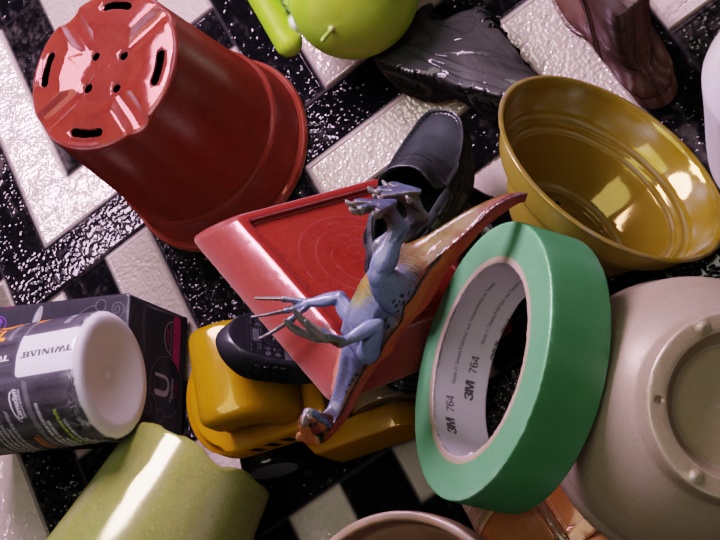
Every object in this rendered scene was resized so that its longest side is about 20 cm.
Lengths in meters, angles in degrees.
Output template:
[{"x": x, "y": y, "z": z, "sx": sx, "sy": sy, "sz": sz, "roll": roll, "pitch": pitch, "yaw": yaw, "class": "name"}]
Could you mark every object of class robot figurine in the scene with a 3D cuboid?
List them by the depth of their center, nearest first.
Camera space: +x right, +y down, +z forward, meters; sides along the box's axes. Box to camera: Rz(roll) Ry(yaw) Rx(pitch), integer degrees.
[{"x": -0.011, "y": -0.263, "z": 1.126, "sx": 0.175, "sy": 0.116, "sz": 0.200, "roll": -31, "pitch": 32, "yaw": 12, "class": "robot figurine"}]

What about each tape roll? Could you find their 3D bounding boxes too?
[{"x": 0.102, "y": 0.067, "z": 0.886, "sx": 0.200, "sy": 0.048, "sz": 0.201, "roll": -165, "pitch": 90, "yaw": -71, "class": "tape roll"}]

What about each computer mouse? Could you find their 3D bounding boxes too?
[{"x": -0.017, "y": 0.074, "z": 0.988, "sx": 0.059, "sy": 0.199, "sz": 0.034, "roll": -95, "pitch": 21, "yaw": -51, "class": "computer mouse"}]

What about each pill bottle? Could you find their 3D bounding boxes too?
[{"x": -0.287, "y": 0.099, "z": 1.046, "sx": 0.199, "sy": 0.106, "sz": 0.107, "roll": -10, "pitch": 69, "yaw": 21, "class": "pill bottle"}]

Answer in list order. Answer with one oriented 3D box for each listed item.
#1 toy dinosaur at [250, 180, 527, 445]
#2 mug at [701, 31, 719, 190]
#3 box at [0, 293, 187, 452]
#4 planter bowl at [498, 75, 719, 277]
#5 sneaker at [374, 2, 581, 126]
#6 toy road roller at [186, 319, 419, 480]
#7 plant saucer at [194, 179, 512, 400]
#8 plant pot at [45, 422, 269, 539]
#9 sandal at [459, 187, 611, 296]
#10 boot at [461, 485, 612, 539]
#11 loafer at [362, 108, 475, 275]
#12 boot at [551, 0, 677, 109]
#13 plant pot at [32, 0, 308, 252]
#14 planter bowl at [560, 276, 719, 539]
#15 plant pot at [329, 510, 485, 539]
[{"x": 0.012, "y": 0.037, "z": 0.878, "sx": 0.199, "sy": 0.105, "sz": 0.182, "roll": 3, "pitch": 107, "yaw": 7, "class": "toy dinosaur"}, {"x": 0.316, "y": -0.141, "z": 0.934, "sx": 0.149, "sy": 0.153, "sz": 0.187, "roll": -16, "pitch": 67, "yaw": 21, "class": "mug"}, {"x": -0.271, "y": 0.098, "z": 1.158, "sx": 0.199, "sy": 0.106, "sz": 0.123, "roll": -6, "pitch": 73, "yaw": 23, "class": "box"}, {"x": 0.178, "y": -0.056, "z": 0.986, "sx": 0.201, "sy": 0.200, "sz": 0.084, "roll": 59, "pitch": 137, "yaw": 28, "class": "planter bowl"}, {"x": 0.108, "y": -0.182, "z": 1.094, "sx": 0.200, "sy": 0.076, "sz": 0.091, "roll": 25, "pitch": 80, "yaw": 28, "class": "sneaker"}, {"x": -0.053, "y": 0.089, "z": 1.035, "sx": 0.199, "sy": 0.146, "sz": 0.123, "roll": -20, "pitch": 66, "yaw": 18, "class": "toy road roller"}, {"x": 0.000, "y": 0.000, "z": 1.023, "sx": 0.200, "sy": 0.200, "sz": 0.037, "roll": 47, "pitch": 135, "yaw": 29, "class": "plant saucer"}, {"x": -0.173, "y": 0.233, "z": 1.035, "sx": 0.200, "sy": 0.200, "sz": 0.185, "roll": 19, "pitch": 71, "yaw": 29, "class": "plant pot"}, {"x": 0.122, "y": -0.028, "z": 1.034, "sx": 0.200, "sy": 0.043, "sz": 0.076, "roll": 33, "pitch": 47, "yaw": 23, "class": "sandal"}, {"x": 0.174, "y": 0.155, "z": 0.922, "sx": 0.200, "sy": 0.074, "sz": 0.155, "roll": -50, "pitch": 55, "yaw": 18, "class": "boot"}, {"x": 0.047, "y": -0.062, "z": 0.994, "sx": 0.068, "sy": 0.071, "sz": 0.201, "roll": 2, "pitch": 49, "yaw": 20, "class": "loafer"}, {"x": 0.183, "y": -0.236, "z": 1.000, "sx": 0.064, "sy": 0.200, "sz": 0.187, "roll": -37, "pitch": 62, "yaw": 9, "class": "boot"}, {"x": -0.180, "y": -0.142, "z": 1.144, "sx": 0.200, "sy": 0.195, "sz": 0.202, "roll": -8, "pitch": 70, "yaw": 23, "class": "plant pot"}, {"x": 0.232, "y": 0.093, "z": 0.833, "sx": 0.199, "sy": 0.135, "sz": 0.201, "roll": 1, "pitch": 79, "yaw": -3, "class": "planter bowl"}, {"x": 0.049, "y": 0.284, "z": 0.948, "sx": 0.200, "sy": 0.093, "sz": 0.202, "roll": -8, "pitch": 74, "yaw": 29, "class": "plant pot"}]
